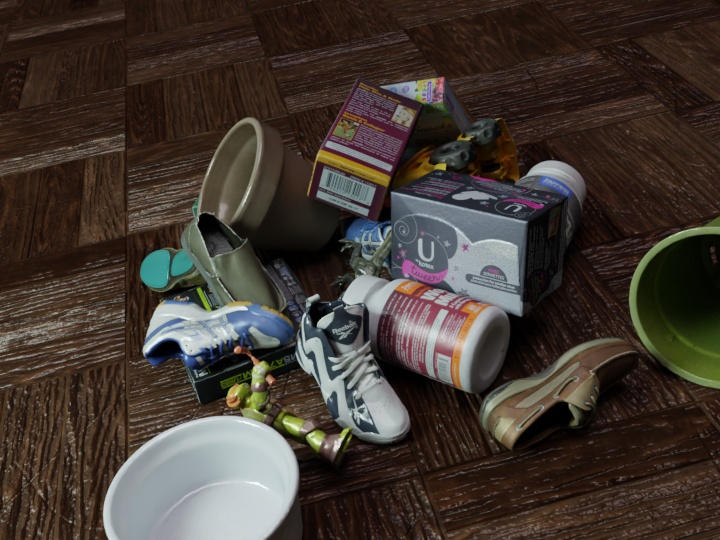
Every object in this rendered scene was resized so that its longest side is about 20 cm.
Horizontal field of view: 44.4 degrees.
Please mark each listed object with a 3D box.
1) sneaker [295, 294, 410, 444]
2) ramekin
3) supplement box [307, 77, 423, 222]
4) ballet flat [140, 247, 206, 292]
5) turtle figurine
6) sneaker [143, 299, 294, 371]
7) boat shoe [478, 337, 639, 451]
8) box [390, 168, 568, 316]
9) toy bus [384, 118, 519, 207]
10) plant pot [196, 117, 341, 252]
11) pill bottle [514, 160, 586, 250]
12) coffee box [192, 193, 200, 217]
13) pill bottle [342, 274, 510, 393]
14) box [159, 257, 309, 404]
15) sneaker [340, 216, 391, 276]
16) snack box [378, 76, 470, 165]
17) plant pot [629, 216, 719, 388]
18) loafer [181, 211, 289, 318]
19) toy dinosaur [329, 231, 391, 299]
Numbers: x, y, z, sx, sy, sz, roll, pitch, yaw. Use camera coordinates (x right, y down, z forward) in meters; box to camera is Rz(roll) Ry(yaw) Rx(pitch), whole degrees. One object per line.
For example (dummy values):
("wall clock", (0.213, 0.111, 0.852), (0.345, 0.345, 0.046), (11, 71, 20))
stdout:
("sneaker", (-0.011, 0.105, 1.047), (0.079, 0.130, 0.199), (-22, 50, -20))
("ramekin", (-0.154, 0.257, 0.917), (0.199, 0.098, 0.201), (-7, 36, 5))
("supplement box", (0.009, -0.180, 1.299), (0.110, 0.086, 0.200), (22, 47, 2))
("ballet flat", (-0.261, -0.001, 1.310), (0.071, 0.071, 0.200), (-38, 16, -35))
("turtle figurine", (-0.090, 0.164, 0.988), (0.161, 0.200, 0.065), (25, 59, 11))
("sneaker", (-0.180, 0.092, 1.115), (0.199, 0.075, 0.088), (-1, 49, 21))
("boat shoe", (0.236, 0.148, 1.010), (0.199, 0.076, 0.074), (-26, 43, -9))
("box", (0.148, -0.039, 1.132), (0.199, 0.133, 0.115), (17, 30, 35))
("toy bus", (0.133, -0.146, 1.403), (0.191, 0.136, 0.200), (0, 32, 42))
("plant pot", (-0.128, -0.108, 1.333), (0.174, 0.201, 0.200), (18, 23, -30))
("pill bottle", (0.251, -0.068, 1.263), (0.113, 0.114, 0.200), (11, 40, 25))
("coffee box", (-0.172, -0.124, 1.495), (0.199, 0.044, 0.123), (-2, 35, 9))
("pill bottle", (0.077, 0.073, 1.109), (0.199, 0.110, 0.110), (18, 43, 32))
("box", (-0.160, 0.076, 1.215), (0.192, 0.048, 0.200), (-22, 38, -14))
("sneaker", (0.041, -0.047, 1.312), (0.076, 0.077, 0.200), (-32, 40, -26))
("snack box", (0.099, -0.239, 1.455), (0.142, 0.200, 0.053), (-5, 69, 21))
("plant pot", (0.453, 0.013, 1.070), (0.199, 0.201, 0.190), (14, 28, 29))
("loafer", (-0.169, -0.001, 1.175), (0.075, 0.070, 0.200), (-36, 72, -31))
("toy dinosaur", (0.000, 0.000, 1.243), (0.088, 0.047, 0.201), (17, 78, 47))
